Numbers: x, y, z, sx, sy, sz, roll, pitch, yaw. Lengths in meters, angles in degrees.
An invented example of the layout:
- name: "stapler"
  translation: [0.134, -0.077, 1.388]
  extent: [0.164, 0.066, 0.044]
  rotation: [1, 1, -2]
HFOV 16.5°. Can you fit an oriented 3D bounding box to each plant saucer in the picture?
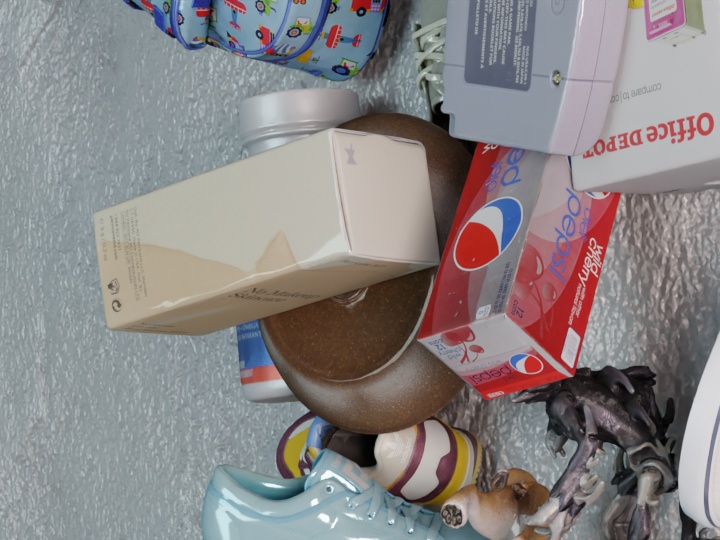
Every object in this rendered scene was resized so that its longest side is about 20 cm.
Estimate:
- name: "plant saucer"
  translation: [0.000, 0.000, 1.533]
  extent: [0.200, 0.037, 0.202]
  rotation: [-5, 82, 39]

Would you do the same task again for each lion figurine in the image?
- name: "lion figurine"
  translation: [0.095, 0.185, 1.451]
  extent: [0.072, 0.122, 0.201]
  rotation: [15, 115, 21]

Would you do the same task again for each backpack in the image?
- name: "backpack"
  translation: [-0.065, -0.222, 1.678]
  extent: [0.200, 0.134, 0.183]
  rotation: [43, 127, 45]

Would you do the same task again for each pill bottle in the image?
- name: "pill bottle"
  translation: [-0.033, -0.016, 1.656]
  extent: [0.112, 0.112, 0.201]
  rotation: [-15, 79, 57]

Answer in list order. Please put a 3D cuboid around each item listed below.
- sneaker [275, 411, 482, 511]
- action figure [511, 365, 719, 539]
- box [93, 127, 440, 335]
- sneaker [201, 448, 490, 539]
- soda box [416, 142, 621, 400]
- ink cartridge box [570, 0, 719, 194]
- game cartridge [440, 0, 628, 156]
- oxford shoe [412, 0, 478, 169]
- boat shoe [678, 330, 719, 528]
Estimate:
- name: "sneaker"
  translation: [-0.010, 0.112, 1.629]
  extent: [0.200, 0.090, 0.075]
  rotation: [-4, 67, 53]
- name: "action figure"
  translation: [0.144, 0.122, 1.383]
  extent: [0.200, 0.118, 0.102]
  rotation: [53, 125, 34]
- name: "box"
  translation: [-0.058, -0.021, 1.500]
  extent: [0.199, 0.095, 0.078]
  rotation: [-17, 76, 38]
- name: "sneaker"
  translation: [-0.003, 0.154, 1.532]
  extent: [0.074, 0.199, 0.082]
  rotation: [-81, -8, -75]
- name: "soda box"
  translation: [0.098, -0.030, 1.397]
  extent: [0.070, 0.063, 0.201]
  rotation: [-18, 42, 42]
- name: "ink cartridge box"
  translation: [0.180, -0.148, 1.339]
  extent: [0.144, 0.084, 0.201]
  rotation: [-13, 81, 57]
- name: "game cartridge"
  translation: [0.097, -0.167, 1.360]
  extent: [0.133, 0.041, 0.201]
  rotation: [14, 102, 54]
- name: "oxford shoe"
  translation: [0.061, -0.134, 1.553]
  extent: [0.075, 0.057, 0.201]
  rotation: [-30, 65, 56]
- name: "boat shoe"
  translation: [0.234, 0.048, 1.271]
  extent: [0.086, 0.074, 0.203]
  rotation: [25, 96, 32]
